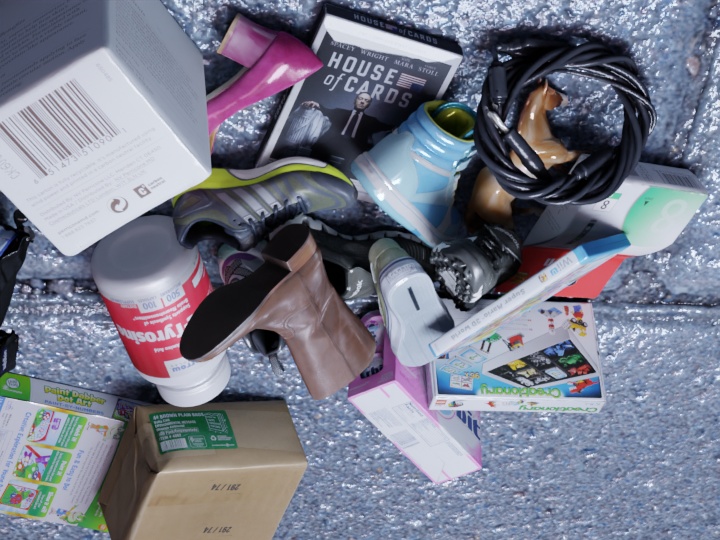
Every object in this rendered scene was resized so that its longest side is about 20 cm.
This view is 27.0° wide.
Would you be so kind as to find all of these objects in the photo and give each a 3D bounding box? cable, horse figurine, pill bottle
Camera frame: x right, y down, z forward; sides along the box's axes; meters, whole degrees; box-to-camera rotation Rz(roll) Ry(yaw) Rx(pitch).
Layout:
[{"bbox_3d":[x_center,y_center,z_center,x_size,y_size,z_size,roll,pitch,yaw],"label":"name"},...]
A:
[{"bbox_3d":[0.208,-0.144,1.476,0.199,0.165,0.051,6,170,-23],"label":"cable"},{"bbox_3d":[0.173,-0.095,1.573,0.132,0.050,0.200,25,121,-36],"label":"horse figurine"},{"bbox_3d":[-0.205,0.048,1.601,0.111,0.113,0.201,-13,132,4],"label":"pill bottle"}]

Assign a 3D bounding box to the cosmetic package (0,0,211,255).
[{"bbox_3d":[-0.247,-0.159,1.352,0.164,0.201,0.165,-27,129,15],"label":"cosmetic package"}]

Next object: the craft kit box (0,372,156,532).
[{"bbox_3d":[-0.361,0.218,1.776,0.196,0.049,0.201,17,127,-18],"label":"craft kit box"}]

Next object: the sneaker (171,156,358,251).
[{"bbox_3d":[-0.099,-0.060,1.516,0.198,0.081,0.074,-6,149,13],"label":"sneaker"}]

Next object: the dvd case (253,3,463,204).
[{"bbox_3d":[-0.005,-0.161,1.505,0.149,0.025,0.201,14,129,-19],"label":"dvd case"}]

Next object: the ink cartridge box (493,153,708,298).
[{"bbox_3d":[0.257,-0.030,1.616,0.160,0.050,0.201,4,130,-34],"label":"ink cartridge box"}]

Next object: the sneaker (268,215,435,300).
[{"bbox_3d":[0.000,0.000,1.603,0.199,0.091,0.067,11,130,-17],"label":"sneaker"}]

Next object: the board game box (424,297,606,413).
[{"bbox_3d":[0.170,0.095,1.686,0.198,0.127,0.035,3,150,-10],"label":"board game box"}]

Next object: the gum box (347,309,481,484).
[{"bbox_3d":[0.062,0.139,1.714,0.066,0.114,0.200,-23,131,25],"label":"gum box"}]

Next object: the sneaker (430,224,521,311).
[{"bbox_3d":[0.122,-0.013,1.516,0.090,0.067,0.200,-39,172,-3],"label":"sneaker"}]

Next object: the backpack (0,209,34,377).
[{"bbox_3d":[-0.429,0.044,1.513,0.153,0.191,0.201,17,129,-1],"label":"backpack"}]

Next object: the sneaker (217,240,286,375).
[{"bbox_3d":[-0.081,0.066,1.615,0.078,0.140,0.200,-35,126,22],"label":"sneaker"}]

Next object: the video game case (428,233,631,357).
[{"bbox_3d":[0.178,0.025,1.563,0.200,0.018,0.143,-36,169,26],"label":"video game case"}]

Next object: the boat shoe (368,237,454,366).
[{"bbox_3d":[0.053,0.033,1.573,0.072,0.062,0.200,-24,148,-6],"label":"boat shoe"}]

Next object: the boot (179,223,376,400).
[{"bbox_3d":[-0.076,0.079,1.517,0.186,0.064,0.201,-44,136,-18],"label":"boot"}]

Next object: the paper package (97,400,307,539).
[{"bbox_3d":[-0.185,0.249,1.758,0.199,0.104,0.191,1,133,-30],"label":"paper package"}]

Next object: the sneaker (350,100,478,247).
[{"bbox_3d":[0.085,-0.100,1.521,0.130,0.080,0.200,-43,153,10],"label":"sneaker"}]

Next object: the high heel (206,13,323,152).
[{"bbox_3d":[-0.117,-0.148,1.465,0.095,0.067,0.201,27,112,-5],"label":"high heel"}]
